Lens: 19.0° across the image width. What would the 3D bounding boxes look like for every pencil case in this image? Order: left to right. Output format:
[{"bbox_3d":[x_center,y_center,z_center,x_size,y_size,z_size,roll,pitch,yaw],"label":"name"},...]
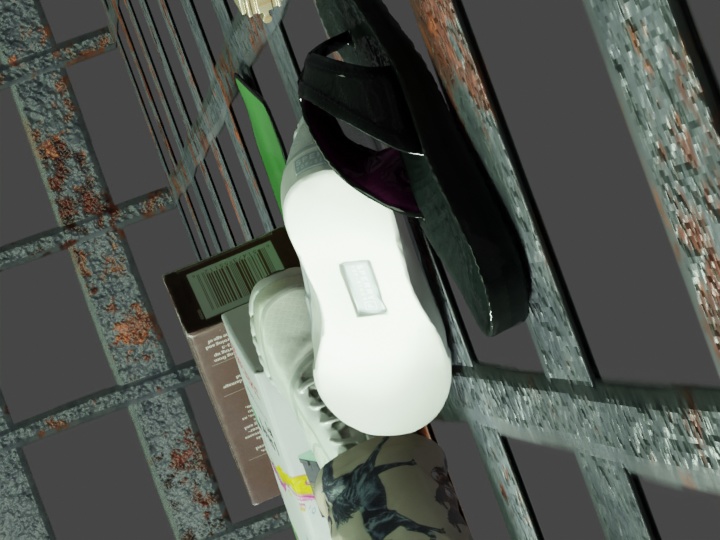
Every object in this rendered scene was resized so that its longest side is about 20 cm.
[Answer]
[{"bbox_3d":[0.040,0.173,1.166,0.089,0.078,0.200,39,-164,-42],"label":"pencil case"}]

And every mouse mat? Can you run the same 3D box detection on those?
[{"bbox_3d":[-0.047,-0.039,1.527,0.161,0.008,0.200,-131,22,-72],"label":"mouse mat"}]

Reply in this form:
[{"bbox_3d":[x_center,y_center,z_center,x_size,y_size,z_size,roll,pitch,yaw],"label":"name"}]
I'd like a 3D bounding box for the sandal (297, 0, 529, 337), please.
[{"bbox_3d":[0.009,-0.055,0.875,0.075,0.048,0.201,78,169,-51],"label":"sandal"}]

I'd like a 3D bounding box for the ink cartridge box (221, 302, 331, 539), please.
[{"bbox_3d":[-0.015,0.119,1.412,0.145,0.084,0.200,-131,23,-71],"label":"ink cartridge box"}]

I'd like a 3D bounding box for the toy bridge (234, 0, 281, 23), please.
[{"bbox_3d":[-0.068,-0.209,1.120,0.067,0.027,0.200,-119,11,-46],"label":"toy bridge"}]

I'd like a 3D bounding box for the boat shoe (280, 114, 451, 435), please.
[{"bbox_3d":[0.000,0.000,1.055,0.200,0.072,0.069,67,-162,-44],"label":"boat shoe"}]

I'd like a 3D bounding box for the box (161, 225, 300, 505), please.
[{"bbox_3d":[-0.066,0.072,1.577,0.075,0.100,0.200,-118,9,-46],"label":"box"}]

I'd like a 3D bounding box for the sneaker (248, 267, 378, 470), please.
[{"bbox_3d":[-0.005,0.090,1.285,0.081,0.075,0.200,-112,-4,-74],"label":"sneaker"}]
